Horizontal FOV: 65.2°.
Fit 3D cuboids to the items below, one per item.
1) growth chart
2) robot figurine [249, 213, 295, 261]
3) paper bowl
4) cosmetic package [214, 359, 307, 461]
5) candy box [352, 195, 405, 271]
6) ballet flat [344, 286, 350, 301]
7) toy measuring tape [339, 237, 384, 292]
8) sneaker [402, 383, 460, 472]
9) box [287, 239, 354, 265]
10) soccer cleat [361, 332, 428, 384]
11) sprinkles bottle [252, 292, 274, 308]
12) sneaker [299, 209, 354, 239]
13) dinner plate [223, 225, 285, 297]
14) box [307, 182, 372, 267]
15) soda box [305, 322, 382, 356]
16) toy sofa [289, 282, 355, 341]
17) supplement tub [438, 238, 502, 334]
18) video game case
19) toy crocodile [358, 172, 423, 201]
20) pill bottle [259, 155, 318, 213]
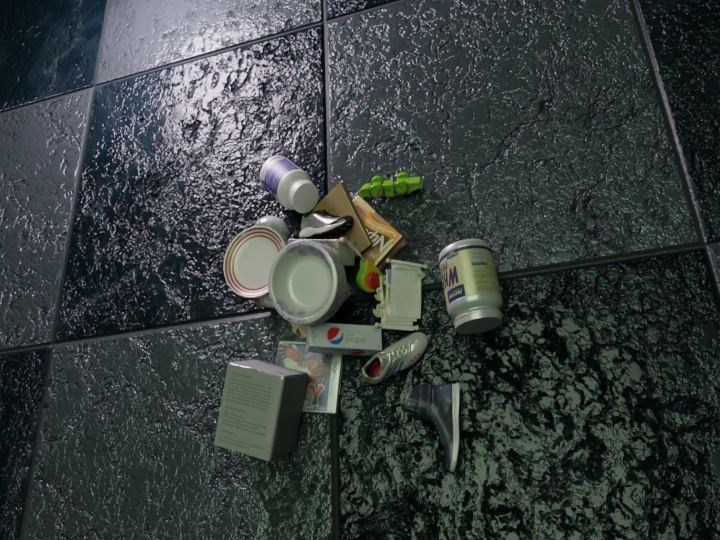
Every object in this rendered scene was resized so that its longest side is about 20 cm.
[{"bbox_3d":[0.105,0.064,1.497,0.139,0.018,0.208,13,69,-10],"label":"growth chart"},{"bbox_3d":[-0.270,-0.071,1.653,0.163,0.113,0.208,9,72,11],"label":"robot figurine"},{"bbox_3d":[-0.127,0.032,1.414,0.193,0.104,0.210,-2,84,20],"label":"paper bowl"},{"bbox_3d":[-0.248,0.349,1.432,0.161,0.166,0.208,10,86,18],"label":"cosmetic package"},{"bbox_3d":[0.022,-0.105,1.605,0.116,0.055,0.200,-45,64,-1],"label":"candy box"},{"bbox_3d":[-0.115,0.028,1.503,0.194,0.072,0.074,14,74,26],"label":"ballet flat"},{"bbox_3d":[0.000,0.000,1.512,0.073,0.200,0.075,-35,28,22],"label":"toy measuring tape"},{"bbox_3d":[0.171,0.373,1.355,0.140,0.078,0.209,2,60,6],"label":"sneaker"},{"bbox_3d":[-0.112,-0.051,1.574,0.194,0.081,0.071,2,90,37],"label":"box"},{"bbox_3d":[0.088,0.224,1.441,0.197,0.087,0.071,-36,63,1],"label":"soccer cleat"},{"bbox_3d":[-0.233,0.072,1.561,0.197,0.067,0.070,2,66,53],"label":"sprinkles bottle"},{"bbox_3d":[-0.100,-0.135,1.566,0.195,0.073,0.083,-6,85,40],"label":"sneaker"},{"bbox_3d":[-0.291,-0.023,1.566,0.192,0.024,0.208,-5,71,15],"label":"dinner plate"},{"bbox_3d":[-0.061,-0.117,1.594,0.162,0.021,0.205,-37,70,35],"label":"box"},{"bbox_3d":[-0.043,0.179,1.464,0.192,0.068,0.066,5,67,-13],"label":"soda box"},{"bbox_3d":[-0.103,0.105,1.548,0.199,0.083,0.098,-43,60,-3],"label":"toy sofa"},{"bbox_3d":[0.279,0.042,1.418,0.140,0.145,0.207,-12,66,12],"label":"supplement tub"},{"bbox_3d":[-0.144,0.288,1.526,0.192,0.023,0.189,-1,70,18],"label":"video game case"},{"bbox_3d":[0.088,-0.239,1.635,0.192,0.064,0.068,-7,32,9],"label":"toy crocodile"},{"bbox_3d":[-0.209,-0.252,1.671,0.120,0.120,0.199,-46,45,-4],"label":"pill bottle"}]
